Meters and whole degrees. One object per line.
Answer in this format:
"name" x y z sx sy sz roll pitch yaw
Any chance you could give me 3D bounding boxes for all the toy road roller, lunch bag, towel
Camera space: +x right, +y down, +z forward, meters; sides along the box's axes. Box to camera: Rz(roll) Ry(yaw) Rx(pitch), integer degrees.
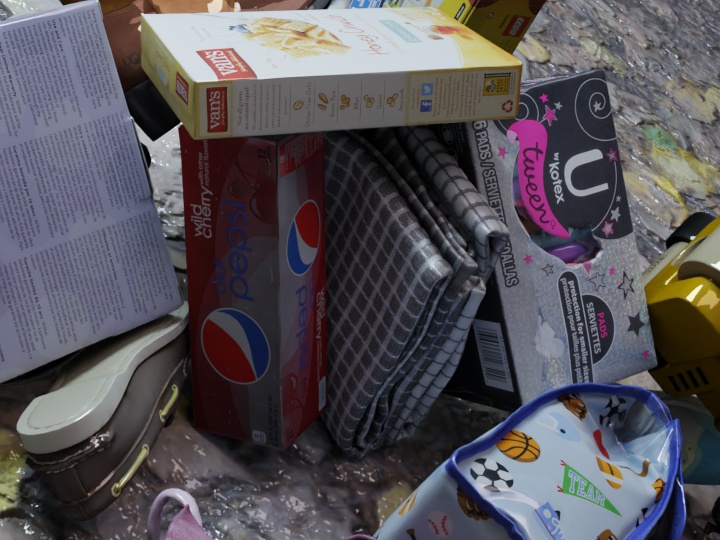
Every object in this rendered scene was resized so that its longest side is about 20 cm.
"toy road roller" 0.265 0.038 0.995 0.123 0.200 0.146 -41 91 -17
"lunch bag" 0.094 0.159 0.847 0.124 0.170 0.199 48 35 10
"towel" 0.000 0.000 0.937 0.085 0.201 0.166 -12 53 -32

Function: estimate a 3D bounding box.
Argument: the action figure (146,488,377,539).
"action figure" -0.018 0.193 0.745 0.197 0.136 0.149 -2 14 -3

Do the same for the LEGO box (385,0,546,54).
"LEGO box" 0.052 -0.209 1.243 0.076 0.201 0.150 -1 47 -39

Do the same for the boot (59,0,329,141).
"boot" -0.128 -0.214 0.945 0.188 0.068 0.201 -38 98 -19

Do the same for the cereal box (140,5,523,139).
"cereal box" -0.022 -0.122 0.863 0.197 0.040 0.144 -5 25 -20

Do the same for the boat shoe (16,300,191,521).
"boat shoe" -0.139 0.075 0.853 0.200 0.071 0.060 -65 139 -68

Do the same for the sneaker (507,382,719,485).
"sneaker" 0.199 0.147 1.038 0.197 0.080 0.131 15 35 -11

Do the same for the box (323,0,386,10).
"box" -0.047 -0.124 1.052 0.040 0.201 0.138 30 34 -9

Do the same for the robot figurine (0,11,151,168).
"robot figurine" -0.228 -0.089 0.928 0.151 0.124 0.200 57 32 -12

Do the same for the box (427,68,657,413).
"box" 0.106 -0.022 0.968 0.113 0.132 0.203 -17 100 -23

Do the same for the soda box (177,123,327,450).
"soda box" -0.063 0.002 0.880 0.069 0.203 0.063 12 26 24

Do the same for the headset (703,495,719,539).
"headset" 0.284 0.219 0.981 0.200 0.122 0.095 -109 -177 -83

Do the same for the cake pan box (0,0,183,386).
"cake pan box" -0.205 -0.035 0.815 0.183 0.052 0.203 -25 106 -35
